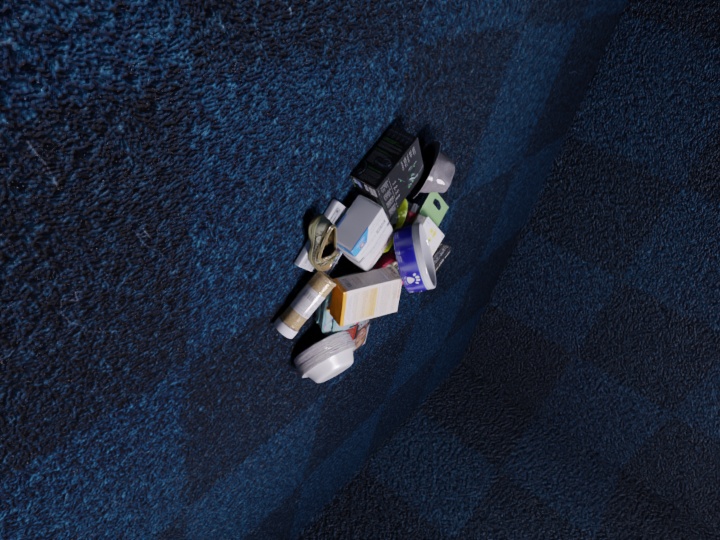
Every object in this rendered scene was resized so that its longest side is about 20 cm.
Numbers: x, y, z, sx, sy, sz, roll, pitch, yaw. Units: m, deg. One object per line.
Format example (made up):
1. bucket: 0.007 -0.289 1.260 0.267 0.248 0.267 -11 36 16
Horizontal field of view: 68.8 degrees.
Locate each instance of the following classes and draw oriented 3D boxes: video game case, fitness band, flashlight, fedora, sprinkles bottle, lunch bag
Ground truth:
1. video game case: -0.085 -0.083 1.447 0.200 0.023 0.182 -59 157 2
2. fitness band: 0.102 0.009 1.699 0.144 0.037 0.200 -51 148 13
3. flashlight: 0.149 -0.123 1.732 0.068 0.068 0.200 -81 -172 -86
4. fedora: 0.224 -0.291 1.579 0.200 0.090 0.177 -90 -156 -56
5. sprinkles bottle: -0.153 0.093 1.450 0.200 0.068 0.068 -50 157 3
6. lunch bag: -0.061 0.110 1.626 0.160 0.077 0.200 -18 138 -25

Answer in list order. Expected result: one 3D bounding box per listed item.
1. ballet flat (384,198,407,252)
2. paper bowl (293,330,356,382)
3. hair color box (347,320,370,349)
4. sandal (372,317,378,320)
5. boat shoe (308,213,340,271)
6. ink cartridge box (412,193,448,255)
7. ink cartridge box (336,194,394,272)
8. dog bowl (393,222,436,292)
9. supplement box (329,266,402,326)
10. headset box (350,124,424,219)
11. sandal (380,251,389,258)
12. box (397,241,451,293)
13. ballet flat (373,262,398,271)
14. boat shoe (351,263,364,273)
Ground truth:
1. ballet flat: 0.091 -0.140 1.666 0.067 0.067 0.200 -14 134 -47
2. paper bowl: -0.104 0.285 1.686 0.201 0.104 0.201 -29 165 -8
3. hair color box: -0.017 0.206 1.897 0.101 0.061 0.200 -36 150 -41
4. sandal: 0.049 0.094 1.915 0.075 0.048 0.201 -36 136 -38
5. boat shoe: -0.092 -0.058 1.355 0.073 0.063 0.200 -46 155 -25
6. ink cartridge box: 0.233 -0.151 1.732 0.200 0.048 0.146 -58 142 -5
7. ink cartridge box: 0.010 -0.098 1.471 0.147 0.086 0.200 -55 161 -6
8. dog bowl: 0.164 -0.036 1.567 0.200 0.079 0.200 -13 90 -75
9. supplement box: 0.016 0.073 1.534 0.200 0.074 0.126 -12 127 -28
10. headset box: 0.084 -0.271 1.444 0.200 0.093 0.174 -53 156 -10
11. sandal: 0.136 -0.106 1.804 0.200 0.054 0.080 -61 156 10
12. box: 0.205 -0.040 1.889 0.200 0.161 0.049 -53 157 -11
13. ballet flat: 0.119 -0.024 1.783 0.200 0.072 0.072 -37 155 -3
14. boat shoe: 0.000 0.000 1.660 0.072 0.061 0.201 -90 -169 -52
